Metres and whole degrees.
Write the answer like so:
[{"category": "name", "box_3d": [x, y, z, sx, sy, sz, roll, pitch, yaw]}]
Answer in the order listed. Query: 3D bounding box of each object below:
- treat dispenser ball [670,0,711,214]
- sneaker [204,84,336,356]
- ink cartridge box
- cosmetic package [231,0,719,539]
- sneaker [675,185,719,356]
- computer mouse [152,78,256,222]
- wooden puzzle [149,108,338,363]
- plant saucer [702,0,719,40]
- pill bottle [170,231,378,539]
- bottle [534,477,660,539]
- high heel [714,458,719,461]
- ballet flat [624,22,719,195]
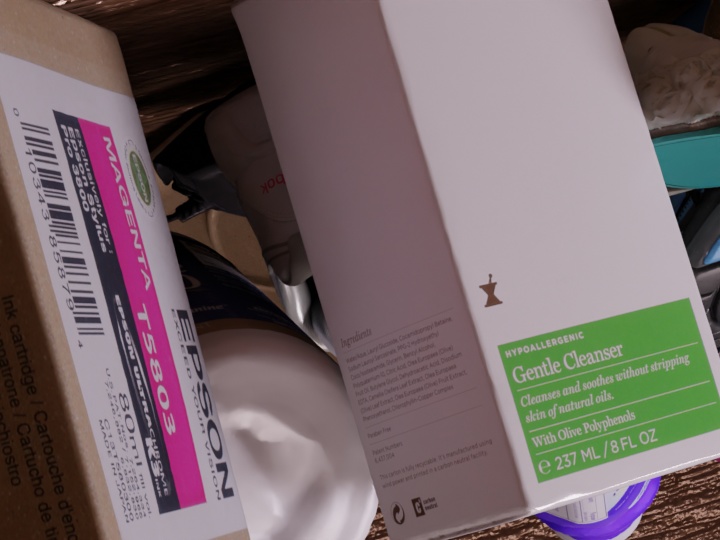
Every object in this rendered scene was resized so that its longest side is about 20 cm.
[{"category": "treat dispenser ball", "box_3d": [0.213, -0.042, 1.185, 0.200, 0.202, 0.201, -17, 175, -1]}, {"category": "sneaker", "box_3d": [0.000, 0.000, 0.986, 0.078, 0.100, 0.200, -21, 157, 18]}, {"category": "ink cartridge box", "box_3d": [-0.104, 0.020, 0.752, 0.075, 0.201, 0.165, -17, 176, 11]}, {"category": "cosmetic package", "box_3d": [0.042, -0.017, 0.855, 0.107, 0.201, 0.085, -14, 175, -37]}, {"category": "sneaker", "box_3d": [0.150, -0.011, 1.006, 0.073, 0.082, 0.200, -5, 157, -5]}, {"category": "computer mouse", "box_3d": [-0.057, -0.061, 1.007, 0.200, 0.046, 0.140, -24, 154, 27]}, {"category": "wooden puzzle", "box_3d": [-0.034, 0.021, 1.160, 0.046, 0.200, 0.185, -48, -171, -35]}, {"category": "plant saucer", "box_3d": [0.238, -0.076, 1.011, 0.200, 0.200, 0.035, -19, -148, 23]}, {"category": "pill bottle", "box_3d": [-0.076, 0.048, 0.942, 0.111, 0.111, 0.200, -16, -158, -17]}, {"category": "bottle", "box_3d": [0.095, 0.066, 1.057, 0.065, 0.084, 0.200, 19, 159, 16]}, {"category": "high heel", "box_3d": [0.108, 0.067, 1.189, 0.096, 0.200, 0.067, -57, 158, 2]}, {"category": "ballet flat", "box_3d": [0.097, -0.056, 0.923, 0.072, 0.072, 0.200, -13, 175, -40]}]
